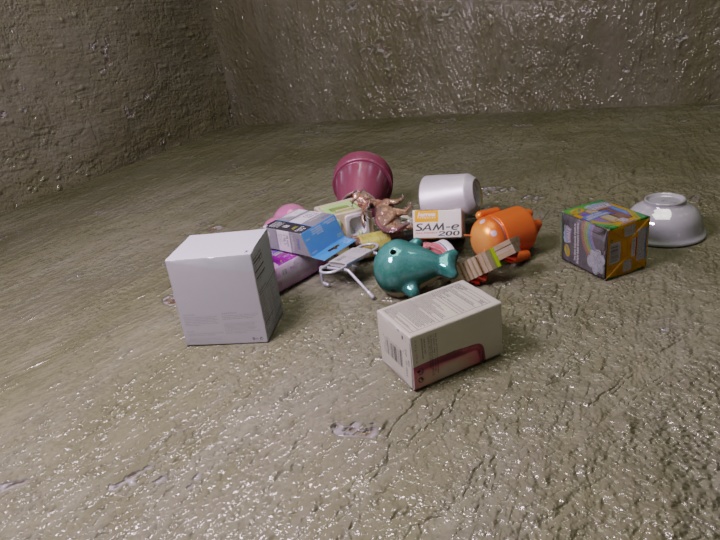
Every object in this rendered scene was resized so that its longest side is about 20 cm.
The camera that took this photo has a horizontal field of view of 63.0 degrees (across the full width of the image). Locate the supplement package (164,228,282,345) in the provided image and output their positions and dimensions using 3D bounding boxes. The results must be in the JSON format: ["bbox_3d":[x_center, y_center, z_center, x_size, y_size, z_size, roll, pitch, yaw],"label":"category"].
[{"bbox_3d":[-0.288,0.035,1.272,0.187,0.204,0.148,-4,24,8],"label":"supplement package"}]

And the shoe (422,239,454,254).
[{"bbox_3d":[0.152,-0.031,1.434,0.089,0.073,0.199,-20,13,-19],"label":"shoe"}]

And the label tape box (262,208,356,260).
[{"bbox_3d":[-0.129,-0.096,1.504,0.197,0.065,0.144,12,31,34],"label":"label tape box"}]

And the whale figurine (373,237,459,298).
[{"bbox_3d":[0.122,-0.016,1.329,0.196,0.104,0.162,-4,55,22],"label":"whale figurine"}]

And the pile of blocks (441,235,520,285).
[{"bbox_3d":[0.285,-0.008,1.354,0.197,0.063,0.082,-27,-6,14],"label":"pile of blocks"}]

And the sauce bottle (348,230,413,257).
[{"bbox_3d":[0.066,-0.077,1.580,0.196,0.067,0.066,-13,24,-20],"label":"sauce bottle"}]

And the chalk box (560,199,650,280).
[{"bbox_3d":[0.550,-0.082,1.368,0.121,0.127,0.200,-15,26,-16],"label":"chalk box"}]

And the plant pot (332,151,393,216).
[{"bbox_3d":[0.003,-0.243,1.841,0.195,0.203,0.181,-4,39,9],"label":"plant pot"}]

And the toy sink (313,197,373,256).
[{"bbox_3d":[-0.038,-0.124,1.660,0.128,0.114,0.200,-15,25,-17],"label":"toy sink"}]

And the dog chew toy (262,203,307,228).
[{"bbox_3d":[-0.226,-0.105,1.681,0.123,0.127,0.200,10,38,36],"label":"dog chew toy"}]

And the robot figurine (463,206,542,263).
[{"bbox_3d":[0.356,-0.089,1.456,0.197,0.147,0.116,-18,4,-23],"label":"robot figurine"}]

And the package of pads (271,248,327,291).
[{"bbox_3d":[-0.191,-0.015,1.511,0.119,0.077,0.199,11,30,39],"label":"package of pads"}]

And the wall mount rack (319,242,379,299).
[{"bbox_3d":[0.000,0.000,1.431,0.171,0.076,0.199,9,29,41],"label":"wall mount rack"}]

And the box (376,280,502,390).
[{"bbox_3d":[0.145,0.113,1.077,0.196,0.111,0.128,-17,25,-21],"label":"box"}]

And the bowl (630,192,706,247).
[{"bbox_3d":[0.759,-0.137,1.471,0.196,0.092,0.202,-7,24,3],"label":"bowl"}]

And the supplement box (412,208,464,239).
[{"bbox_3d":[0.210,-0.119,1.541,0.123,0.075,0.200,-1,2,14],"label":"supplement box"}]

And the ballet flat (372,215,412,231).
[{"bbox_3d":[0.090,-0.143,1.725,0.197,0.073,0.071,9,28,35],"label":"ballet flat"}]

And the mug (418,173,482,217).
[{"bbox_3d":[0.272,-0.214,1.688,0.151,0.153,0.186,-8,15,32],"label":"mug"}]

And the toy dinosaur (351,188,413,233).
[{"bbox_3d":[0.062,-0.140,1.550,0.133,0.087,0.201,-16,39,-16],"label":"toy dinosaur"}]
